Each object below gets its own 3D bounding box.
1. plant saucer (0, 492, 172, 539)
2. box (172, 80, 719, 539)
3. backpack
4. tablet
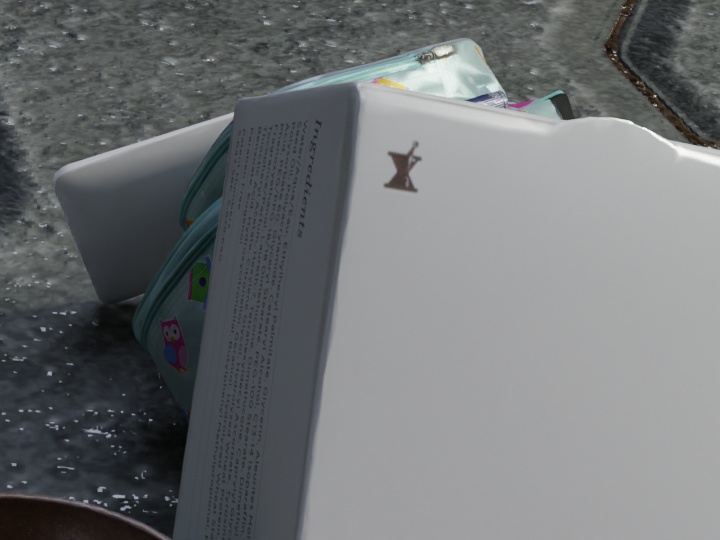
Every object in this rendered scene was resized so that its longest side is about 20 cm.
[{"bbox_3d":[-0.122,0.161,0.689,0.200,0.035,0.200,0,50,0],"label":"plant saucer"},{"bbox_3d":[0.051,0.046,0.801,0.199,0.200,0.131,9,-2,-22],"label":"box"},{"bbox_3d":[0.000,0.000,0.957,0.200,0.176,0.153,-25,74,-38],"label":"backpack"},{"bbox_3d":[-0.040,-0.043,1.045,0.200,0.130,0.014,-18,62,-5],"label":"tablet"}]
